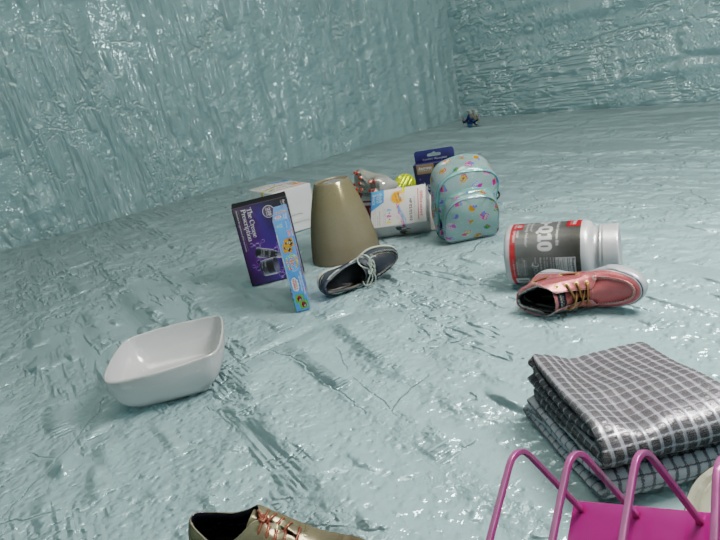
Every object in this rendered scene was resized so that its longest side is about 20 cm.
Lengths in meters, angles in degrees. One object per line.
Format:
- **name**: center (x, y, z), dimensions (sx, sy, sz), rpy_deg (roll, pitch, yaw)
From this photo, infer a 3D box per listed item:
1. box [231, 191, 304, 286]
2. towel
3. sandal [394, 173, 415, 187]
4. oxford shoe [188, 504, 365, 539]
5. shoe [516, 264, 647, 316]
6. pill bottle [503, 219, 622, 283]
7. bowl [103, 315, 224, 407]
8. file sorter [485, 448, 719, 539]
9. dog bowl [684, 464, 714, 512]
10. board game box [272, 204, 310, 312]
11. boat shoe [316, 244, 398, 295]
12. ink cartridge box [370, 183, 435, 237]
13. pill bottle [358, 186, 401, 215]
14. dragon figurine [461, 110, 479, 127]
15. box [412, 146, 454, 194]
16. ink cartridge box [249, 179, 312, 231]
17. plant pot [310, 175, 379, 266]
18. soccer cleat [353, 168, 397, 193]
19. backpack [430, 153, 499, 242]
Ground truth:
- **box**: center (-0.230, -0.079, 1.490), dimensions (0.139, 0.202, 0.079), rpy_deg (-15, 18, -9)
- **towel**: center (0.292, 0.150, 0.662), dimensions (0.163, 0.087, 0.200), rpy_deg (-13, 18, -6)
- **sandal**: center (0.177, -0.232, 1.834), dimensions (0.199, 0.087, 0.080), rpy_deg (35, 89, 39)
- **oxford shoe**: center (-0.079, 0.266, 0.568), dimensions (0.197, 0.076, 0.071), rpy_deg (-7, 18, 14)
- **shoe**: center (0.358, 0.039, 0.982), dimensions (0.091, 0.072, 0.199), rpy_deg (-28, 19, -38)
- **pill bottle**: center (0.376, -0.035, 1.108), dimensions (0.198, 0.115, 0.114), rpy_deg (-2, 20, 28)
- **bowl**: center (-0.329, 0.163, 1.040), dimensions (0.197, 0.076, 0.200), rpy_deg (-13, 18, -6)
- **file sorter**: center (0.190, 0.196, 0.371), dimensions (0.199, 0.125, 0.140), rpy_deg (-16, 38, 46)
- **dog bowl**: center (0.348, 0.221, 0.433), dimensions (0.197, 0.075, 0.200), rpy_deg (-12, 18, 4)
- **board game box**: center (-0.151, -0.031, 1.296), dimensions (0.036, 0.203, 0.151), rpy_deg (-13, 18, -4)
- **boat shoe**: center (0.000, 0.000, 1.312), dimensions (0.198, 0.076, 0.062), rpy_deg (-19, 17, -15)
- **ink cartridge box**: center (0.131, -0.165, 1.637), dimensions (0.197, 0.117, 0.068), rpy_deg (-7, -22, 16)
- **pill bottle**: center (0.079, -0.196, 1.787), dimensions (0.198, 0.111, 0.109), rpy_deg (3, 23, 37)
- **dragon figurine**: center (0.668, -0.888, 3.549), dimensions (0.058, 0.100, 0.200), rpy_deg (-15, 37, -14)
- **box**: center (0.218, -0.241, 1.686), dimensions (0.120, 0.202, 0.032), rpy_deg (-4, 19, 23)
- **ink cartridge box**: center (-0.257, -0.212, 1.995), dimensions (0.146, 0.146, 0.199), rpy_deg (-21, 21, -28)
- **plant pot**: center (-0.055, -0.137, 1.554), dimensions (0.185, 0.203, 0.188), rpy_deg (-10, 18, 3)
- **soccer cleat**: center (0.038, -0.257, 1.749), dimensions (0.077, 0.070, 0.200), rpy_deg (-7, 19, -23)
- **backpack**: center (0.259, -0.177, 1.472), dimensions (0.173, 0.202, 0.154), rpy_deg (-9, 34, 2)
